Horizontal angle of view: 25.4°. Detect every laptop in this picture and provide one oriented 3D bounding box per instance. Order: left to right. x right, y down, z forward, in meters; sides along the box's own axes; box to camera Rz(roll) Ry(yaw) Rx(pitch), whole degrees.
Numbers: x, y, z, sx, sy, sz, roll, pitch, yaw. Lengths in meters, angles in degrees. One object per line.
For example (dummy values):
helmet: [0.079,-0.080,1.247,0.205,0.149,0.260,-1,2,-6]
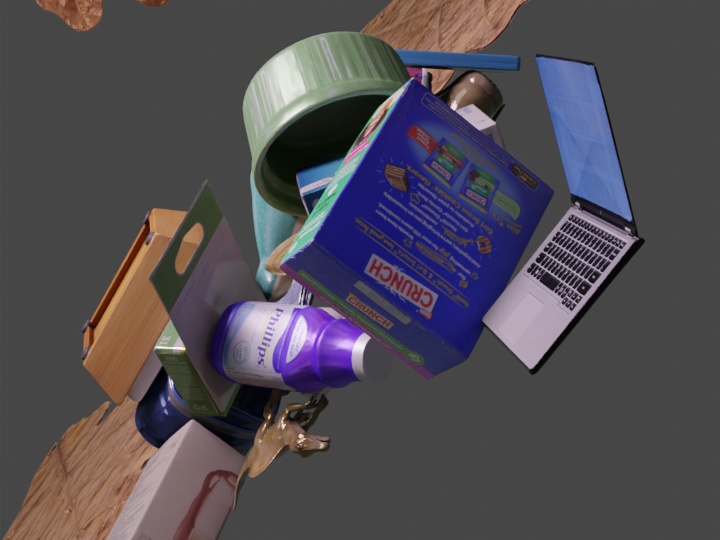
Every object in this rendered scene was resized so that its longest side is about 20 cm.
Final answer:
laptop: [0.136,-0.050,1.240,0.200,0.116,0.187,-51,11,3]

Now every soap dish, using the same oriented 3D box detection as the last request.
soap dish: [-0.234,0.032,1.759,0.201,0.081,0.157,-60,15,9]

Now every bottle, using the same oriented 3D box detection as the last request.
bottle: [-0.057,0.077,1.555,0.199,0.065,0.084,5,71,41]

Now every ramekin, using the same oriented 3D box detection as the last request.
ramekin: [-0.027,-0.154,1.664,0.200,0.199,0.098,-44,51,33]

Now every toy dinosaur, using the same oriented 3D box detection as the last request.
toy dinosaur: [-0.087,0.169,1.591,0.200,0.058,0.102,-36,20,53]

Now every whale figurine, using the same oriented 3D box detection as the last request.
whale figurine: [-0.088,-0.066,1.820,0.159,0.103,0.202,133,158,-79]

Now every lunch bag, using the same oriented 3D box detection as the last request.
lunch bag: [-0.152,0.106,1.776,0.132,0.135,0.201,-48,23,38]

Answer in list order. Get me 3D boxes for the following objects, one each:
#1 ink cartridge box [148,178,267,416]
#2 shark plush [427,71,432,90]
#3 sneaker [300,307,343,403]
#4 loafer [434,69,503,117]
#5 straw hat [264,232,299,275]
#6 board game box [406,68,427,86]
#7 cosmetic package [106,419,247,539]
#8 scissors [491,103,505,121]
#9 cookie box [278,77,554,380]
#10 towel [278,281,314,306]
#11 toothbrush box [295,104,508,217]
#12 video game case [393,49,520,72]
ink cartridge box: [-0.163,0.029,1.622,0.048,0.201,0.146,-1,44,28]
shark plush: [0.058,-0.193,2.048,0.201,0.083,0.091,-58,13,-27]
sneaker: [-0.062,0.068,1.719,0.075,0.088,0.200,-51,11,11]
loafer: [0.089,-0.160,1.805,0.067,0.076,0.200,-45,-2,-28]
straw hat: [0.000,0.000,1.664,0.199,0.086,0.201,-19,15,5]
board game box: [0.037,-0.131,1.826,0.200,0.026,0.202,-132,50,-80]
cosmetic package: [-0.199,0.267,1.653,0.103,0.087,0.201,-43,15,42]
scissors: [0.110,-0.110,1.779,0.200,0.014,0.073,-51,5,-7]
cookie box: [0.051,-0.037,1.395,0.201,0.171,0.075,-59,11,-32]
towel: [-0.100,0.064,1.916,0.147,0.024,0.201,-40,32,48]
toothbrush box: [0.044,-0.083,1.565,0.198,0.086,0.146,-21,14,-1]
video game case: [0.106,-0.238,1.825,0.200,0.142,0.018,-69,-18,-83]
